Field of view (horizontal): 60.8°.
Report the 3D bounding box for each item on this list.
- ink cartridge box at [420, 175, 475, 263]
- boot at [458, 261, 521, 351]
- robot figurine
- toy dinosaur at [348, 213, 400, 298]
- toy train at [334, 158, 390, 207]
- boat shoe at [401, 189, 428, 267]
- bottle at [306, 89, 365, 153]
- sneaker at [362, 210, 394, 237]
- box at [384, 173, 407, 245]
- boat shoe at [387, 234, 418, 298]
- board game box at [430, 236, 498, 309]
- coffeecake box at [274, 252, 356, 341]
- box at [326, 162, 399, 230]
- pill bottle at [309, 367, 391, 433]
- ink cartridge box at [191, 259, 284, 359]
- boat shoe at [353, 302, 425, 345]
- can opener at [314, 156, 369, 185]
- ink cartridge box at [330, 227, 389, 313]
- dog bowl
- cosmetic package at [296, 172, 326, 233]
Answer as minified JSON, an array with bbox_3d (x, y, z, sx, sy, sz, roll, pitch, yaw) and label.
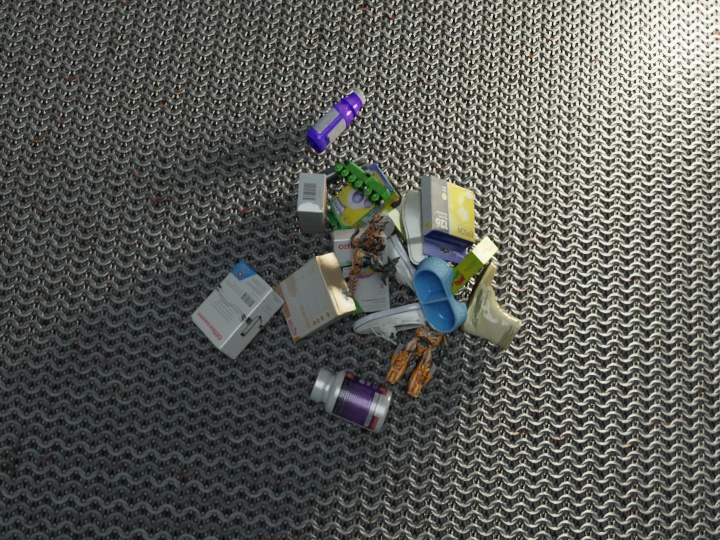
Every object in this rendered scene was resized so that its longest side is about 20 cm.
[{"bbox_3d":[0.239,-0.132,1.648,0.194,0.046,0.207,11,72,-45],"label":"ink cartridge box"},{"bbox_3d":[0.368,0.096,1.652,0.152,0.073,0.205,24,81,2],"label":"boot"},{"bbox_3d":[0.152,0.223,1.625,0.142,0.058,0.204,28,80,1],"label":"robot figurine"},{"bbox_3d":[0.026,-0.033,1.517,0.133,0.102,0.204,27,112,2],"label":"toy dinosaur"},{"bbox_3d":[0.004,-0.237,1.624,0.056,0.042,0.199,-43,56,-6],"label":"toy train"},{"bbox_3d":[0.149,-0.110,1.635,0.072,0.062,0.207,-9,79,0],"label":"boat shoe"},{"bbox_3d":[-0.067,-0.424,1.724,0.065,0.084,0.201,41,81,6],"label":"bottle"},{"bbox_3d":[0.004,-0.085,1.678,0.199,0.075,0.089,-41,45,7],"label":"sneaker"},{"bbox_3d":[0.104,-0.163,1.701,0.075,0.050,0.202,-37,84,-8],"label":"box"},{"bbox_3d":[0.120,0.004,1.667,0.064,0.073,0.204,-29,79,9],"label":"boat shoe"},{"bbox_3d":[0.263,0.008,1.590,0.048,0.201,0.101,45,41,7],"label":"board game box"},{"bbox_3d":[-0.120,0.071,1.571,0.072,0.198,0.157,-13,76,-46],"label":"coffeecake box"},{"bbox_3d":[-0.004,-0.182,1.656,0.199,0.048,0.119,-41,57,11],"label":"box"},{"bbox_3d":[-0.026,0.326,1.570,0.195,0.112,0.114,22,79,1],"label":"pill bottle"},{"bbox_3d":[-0.318,0.101,1.588,0.145,0.085,0.201,37,81,32],"label":"ink cartridge box"},{"bbox_3d":[0.078,0.154,1.610,0.196,0.075,0.089,-15,69,9],"label":"boat shoe"},{"bbox_3d":[-0.064,-0.256,1.707,0.196,0.053,0.068,-27,76,-7],"label":"can opener"},{"bbox_3d":[0.000,0.000,1.605,0.140,0.084,0.207,-5,108,-5],"label":"ink cartridge box"},{"bbox_3d":[0.199,0.069,1.567,0.049,0.109,0.205,-38,109,-49],"label":"dog bowl"},{"bbox_3d":[-0.126,-0.172,1.614,0.069,0.200,0.105,3,79,-2],"label":"cosmetic package"}]
